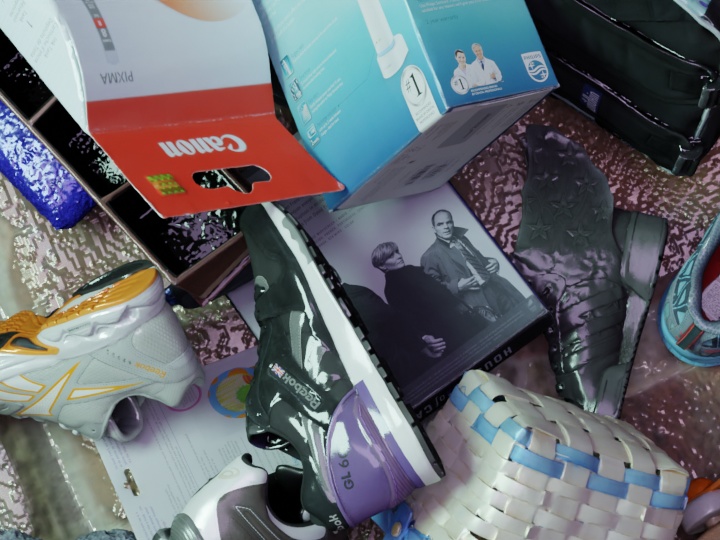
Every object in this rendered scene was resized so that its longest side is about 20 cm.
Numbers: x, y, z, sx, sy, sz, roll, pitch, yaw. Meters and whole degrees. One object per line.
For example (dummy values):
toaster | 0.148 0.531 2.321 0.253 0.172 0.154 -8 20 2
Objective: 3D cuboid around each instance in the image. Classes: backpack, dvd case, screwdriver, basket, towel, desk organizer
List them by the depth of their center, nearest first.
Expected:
basket | 0.088 0.172 1.599 0.175 0.139 0.201 20 97 -29
desk organizer | -0.141 -0.078 1.643 0.072 0.077 0.200 -44 78 2
backpack | 0.146 -0.175 1.663 0.199 0.178 0.151 28 62 10
dvd case | 0.000 0.000 1.686 0.150 0.025 0.200 -35 61 -2
screwdriver | -0.141 0.033 1.700 0.199 0.028 0.029 -30 92 17
towel | -0.164 -0.142 1.716 0.148 0.050 0.200 42 91 19

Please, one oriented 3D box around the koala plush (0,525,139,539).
koala plush | -0.139 0.235 1.634 0.176 0.184 0.201 1 56 -14

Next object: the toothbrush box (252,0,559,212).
toothbrush box | 0.012 -0.157 1.625 0.085 0.146 0.201 -14 74 -34

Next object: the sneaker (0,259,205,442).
sneaker | -0.178 0.070 1.664 0.199 0.076 0.092 -21 107 37

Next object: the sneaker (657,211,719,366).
sneaker | 0.254 -0.029 1.676 0.079 0.096 0.201 33 85 6

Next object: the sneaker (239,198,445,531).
sneaker | -0.037 0.051 1.559 0.087 0.076 0.201 -31 61 2

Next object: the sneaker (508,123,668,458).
sneaker | 0.121 0.019 1.697 0.103 0.060 0.201 15 80 6

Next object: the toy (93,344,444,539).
toy | -0.051 0.102 1.688 0.199 0.047 0.115 -24 53 -7

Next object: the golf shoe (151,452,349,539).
golf shoe | -0.028 0.165 1.616 0.078 0.200 0.095 38 96 40

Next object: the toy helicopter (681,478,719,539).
toy helicopter | 0.251 0.148 1.671 0.132 0.079 0.200 33 75 20

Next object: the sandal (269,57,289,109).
sandal | -0.035 -0.199 1.737 0.075 0.043 0.202 8 83 3

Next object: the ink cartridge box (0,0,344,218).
ink cartridge box | -0.108 -0.120 1.585 0.200 0.162 0.050 47 122 24
